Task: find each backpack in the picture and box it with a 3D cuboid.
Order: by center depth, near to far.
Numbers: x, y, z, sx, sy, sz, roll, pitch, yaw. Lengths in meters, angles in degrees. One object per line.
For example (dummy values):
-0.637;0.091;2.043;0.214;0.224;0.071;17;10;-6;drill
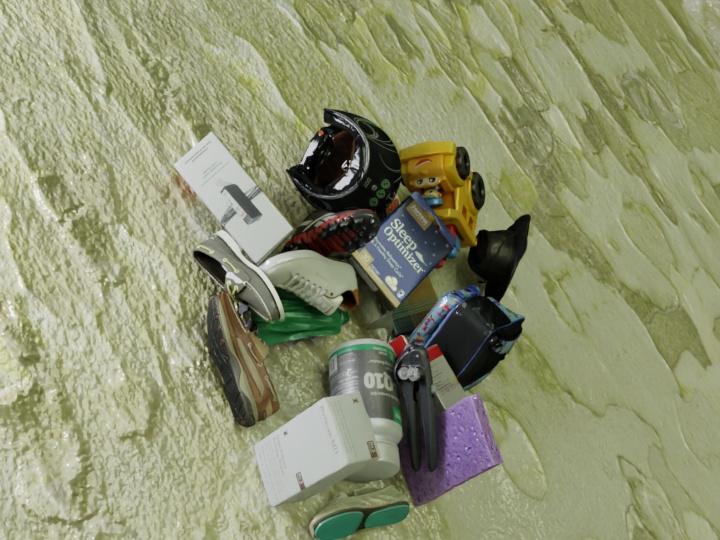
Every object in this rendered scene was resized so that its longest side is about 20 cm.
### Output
0.194;0.118;1.786;0.135;0.184;0.199;44;27;18;backpack

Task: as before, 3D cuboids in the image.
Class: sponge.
0.137;0.287;1.607;0.029;0.200;0.113;-1;63;-41;sponge

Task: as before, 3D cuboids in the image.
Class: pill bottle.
0.008;0.221;1.606;0.112;0.113;0.203;15;55;-31;pill bottle

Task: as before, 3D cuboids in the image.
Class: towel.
0.072;0.018;1.856;0.145;0.022;0.203;-9;71;-42;towel

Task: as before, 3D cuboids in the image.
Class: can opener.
0.096;0.216;1.593;0.078;0.062;0.204;-2;84;-60;can opener

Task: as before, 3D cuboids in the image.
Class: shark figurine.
0.021;0.006;1.766;0.216;0.127;0.090;53;1;13;shark figurine

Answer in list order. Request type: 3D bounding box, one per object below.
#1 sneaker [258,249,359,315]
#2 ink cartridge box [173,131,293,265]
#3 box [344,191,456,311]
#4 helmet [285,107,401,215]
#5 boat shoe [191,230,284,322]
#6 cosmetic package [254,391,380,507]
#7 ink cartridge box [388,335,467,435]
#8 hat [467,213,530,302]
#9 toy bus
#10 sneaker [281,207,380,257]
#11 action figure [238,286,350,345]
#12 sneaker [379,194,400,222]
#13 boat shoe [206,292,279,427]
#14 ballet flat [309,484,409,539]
-0.073;0.023;1.614;0.198;0.073;0.086;9;53;-43;sneaker
-0.197;-0.110;1.617;0.083;0.144;0.201;-40;93;-3;ink cartridge box
0.078;-0.041;1.733;0.122;0.032;0.200;49;60;-5;box
-0.023;-0.179;1.775;0.203;0.198;0.190;67;15;16;helmet
-0.189;0.017;1.569;0.060;0.073;0.202;-27;53;-25;boat shoe
-0.066;0.260;1.457;0.073;0.200;0.103;-4;65;-40;cosmetic package
0.106;0.207;1.693;0.067;0.116;0.202;-21;78;-45;ink cartridge box
0.251;-0.032;1.933;0.080;0.202;0.203;22;49;-5;hat
0.145;-0.114;1.886;0.200;0.133;0.195;52;40;-51;toy bus
-0.045;-0.069;1.687;0.071;0.198;0.099;46;41;-27;sneaker
-0.099;0.077;1.652;0.197;0.055;0.120;3;60;-34;action figure
0.064;-0.069;1.849;0.202;0.075;0.092;63;4;30;sneaker
-0.177;0.133;1.534;0.073;0.075;0.204;-13;81;-29;boat shoe
-0.010;0.366;1.549;0.198;0.068;0.062;4;33;-42;ballet flat
